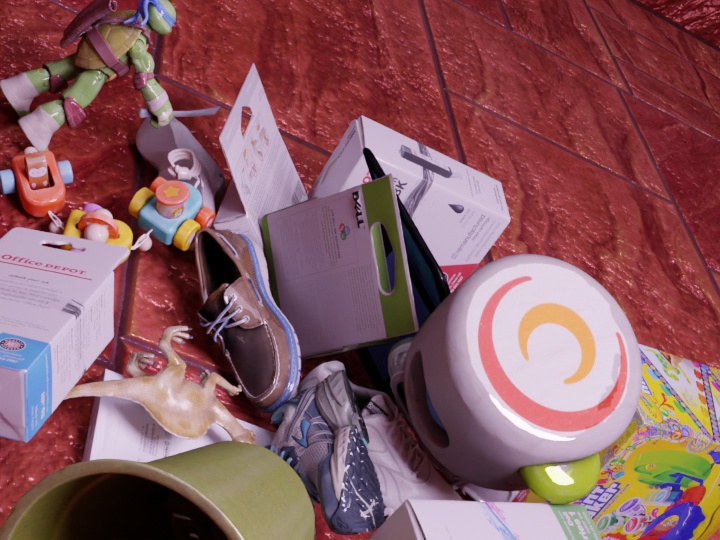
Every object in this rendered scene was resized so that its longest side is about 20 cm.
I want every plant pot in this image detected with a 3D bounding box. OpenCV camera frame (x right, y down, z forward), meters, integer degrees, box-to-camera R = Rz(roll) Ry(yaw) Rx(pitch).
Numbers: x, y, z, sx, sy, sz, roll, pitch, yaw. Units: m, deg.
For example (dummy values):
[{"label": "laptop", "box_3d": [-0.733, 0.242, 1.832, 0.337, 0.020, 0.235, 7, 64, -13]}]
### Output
[{"label": "plant pot", "box_3d": [-0.118, 0.201, 0.838, 0.200, 0.201, 0.190, 39, 17, 8]}]

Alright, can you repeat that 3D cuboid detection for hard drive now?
[{"label": "hard drive", "box_3d": [-0.130, 0.165, 1.009, 0.199, 0.027, 0.132, 23, 31, -19]}]

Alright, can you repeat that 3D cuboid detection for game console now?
[{"label": "game console", "box_3d": [0.022, 0.014, 1.217, 0.116, 0.176, 0.201, 21, 31, -43]}]

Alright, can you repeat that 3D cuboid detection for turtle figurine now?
[{"label": "turtle figurine", "box_3d": [-0.260, -0.191, 1.269, 0.145, 0.193, 0.200, 58, -4, 1]}]

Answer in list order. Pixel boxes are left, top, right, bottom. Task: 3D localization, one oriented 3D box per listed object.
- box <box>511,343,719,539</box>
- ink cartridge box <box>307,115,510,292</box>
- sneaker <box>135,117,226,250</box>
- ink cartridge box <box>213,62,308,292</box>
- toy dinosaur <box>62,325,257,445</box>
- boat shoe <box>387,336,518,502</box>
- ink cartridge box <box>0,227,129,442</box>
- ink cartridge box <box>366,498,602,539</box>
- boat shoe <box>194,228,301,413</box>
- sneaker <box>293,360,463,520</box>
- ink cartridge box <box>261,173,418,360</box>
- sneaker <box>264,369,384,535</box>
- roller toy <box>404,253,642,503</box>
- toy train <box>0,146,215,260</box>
[{"label": "box", "box_3d": [0.267, 0.190, 1.204, 0.191, 0.201, 0.123, 17, 34, -27]}, {"label": "ink cartridge box", "box_3d": [0.049, -0.067, 1.407, 0.199, 0.145, 0.084, 23, 31, -19]}, {"label": "sneaker", "box_3d": [-0.175, -0.091, 1.300, 0.088, 0.075, 0.201, 31, 26, -43]}, {"label": "ink cartridge box", "box_3d": [-0.116, -0.099, 1.286, 0.201, 0.044, 0.177, -79, 151, -59]}, {"label": "toy dinosaur", "box_3d": [-0.161, 0.096, 0.993, 0.199, 0.058, 0.102, 20, 34, -25]}, {"label": "boat shoe", "box_3d": [0.086, 0.155, 1.147, 0.203, 0.074, 0.065, 59, 23, -24]}, {"label": "ink cartridge box", "box_3d": [-0.269, 0.044, 0.961, 0.115, 0.067, 0.200, 11, 28, 10]}, {"label": "ink cartridge box", "box_3d": [0.086, 0.257, 0.972, 0.199, 0.145, 0.084, 10, 42, -37]}, {"label": "boat shoe", "box_3d": [-0.117, 0.044, 1.132, 0.072, 0.072, 0.201, 27, 29, -46]}, {"label": "sneaker", "box_3d": [0.019, 0.163, 1.113, 0.199, 0.081, 0.075, 38, 28, 2]}, {"label": "ink cartridge box", "box_3d": [0.000, 0.000, 1.157, 0.075, 0.199, 0.149, -5, 84, -41]}, {"label": "sneaker", "box_3d": [-0.034, 0.161, 0.995, 0.200, 0.086, 0.078, -103, 171, -69]}, {"label": "roller toy", "box_3d": [0.137, 0.090, 1.053, 0.182, 0.140, 0.201, 33, 59, -3]}, {"label": "toy train", "box_3d": [-0.238, -0.078, 1.162, 0.198, 0.056, 0.151, -9, 59, -20]}]
